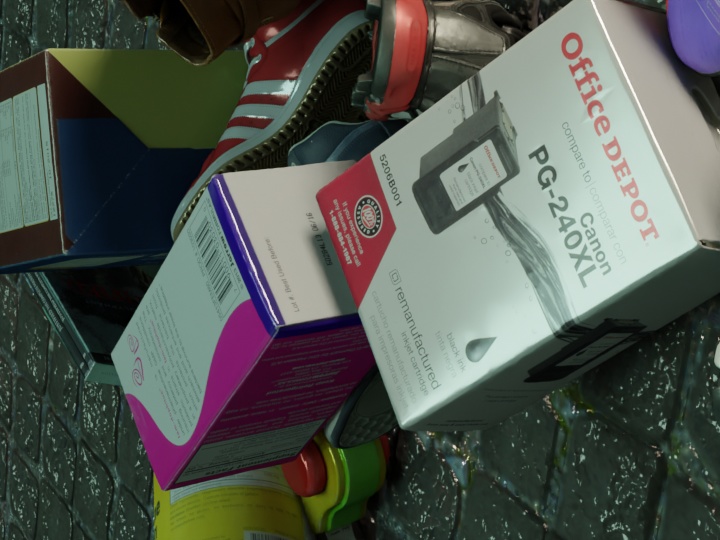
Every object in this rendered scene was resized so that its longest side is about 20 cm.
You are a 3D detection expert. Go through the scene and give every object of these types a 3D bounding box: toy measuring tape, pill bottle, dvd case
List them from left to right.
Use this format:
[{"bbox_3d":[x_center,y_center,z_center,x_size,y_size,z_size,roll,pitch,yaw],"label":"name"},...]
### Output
[{"bbox_3d":[-0.186,0.026,1.302,0.022,0.145,0.200,-57,44,21],"label":"dvd case"},{"bbox_3d":[-0.088,0.161,1.165,0.112,0.111,0.201,122,152,-44],"label":"pill bottle"},{"bbox_3d":[-0.004,0.158,1.107,0.073,0.073,0.201,-22,85,57],"label":"toy measuring tape"}]

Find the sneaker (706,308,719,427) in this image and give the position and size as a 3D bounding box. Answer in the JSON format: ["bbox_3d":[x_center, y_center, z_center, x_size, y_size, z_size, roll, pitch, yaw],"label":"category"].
[{"bbox_3d":[0.211,-0.024,0.736,0.090,0.066,0.201,5,82,31],"label":"sneaker"}]

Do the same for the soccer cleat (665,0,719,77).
[{"bbox_3d":[0.155,-0.191,0.785,0.068,0.073,0.201,20,111,55],"label":"soccer cleat"}]

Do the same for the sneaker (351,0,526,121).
[{"bbox_3d":[0.045,-0.117,0.956,0.200,0.097,0.071,-115,32,-85],"label":"sneaker"}]

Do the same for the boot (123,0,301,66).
[{"bbox_3d":[-0.119,-0.228,1.049,0.200,0.155,0.077,47,143,-7],"label":"boot"}]

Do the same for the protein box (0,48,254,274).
[{"bbox_3d":[-0.163,-0.074,1.194,0.200,0.198,0.136,-7,88,58],"label":"protein box"}]

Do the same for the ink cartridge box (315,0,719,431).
[{"bbox_3d":[0.090,-0.026,0.851,0.200,0.083,0.146,-35,64,34],"label":"ink cartridge box"}]

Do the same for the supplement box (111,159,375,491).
[{"bbox_3d":[-0.062,0.036,0.993,0.200,0.103,0.102,-51,55,48],"label":"supplement box"}]

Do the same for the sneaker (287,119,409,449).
[{"bbox_3d":[0.002,-0.001,1.049,0.146,0.077,0.203,51,131,34],"label":"sneaker"}]

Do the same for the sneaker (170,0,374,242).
[{"bbox_3d":[-0.065,-0.105,1.105,0.200,0.071,0.113,-48,44,8],"label":"sneaker"}]
